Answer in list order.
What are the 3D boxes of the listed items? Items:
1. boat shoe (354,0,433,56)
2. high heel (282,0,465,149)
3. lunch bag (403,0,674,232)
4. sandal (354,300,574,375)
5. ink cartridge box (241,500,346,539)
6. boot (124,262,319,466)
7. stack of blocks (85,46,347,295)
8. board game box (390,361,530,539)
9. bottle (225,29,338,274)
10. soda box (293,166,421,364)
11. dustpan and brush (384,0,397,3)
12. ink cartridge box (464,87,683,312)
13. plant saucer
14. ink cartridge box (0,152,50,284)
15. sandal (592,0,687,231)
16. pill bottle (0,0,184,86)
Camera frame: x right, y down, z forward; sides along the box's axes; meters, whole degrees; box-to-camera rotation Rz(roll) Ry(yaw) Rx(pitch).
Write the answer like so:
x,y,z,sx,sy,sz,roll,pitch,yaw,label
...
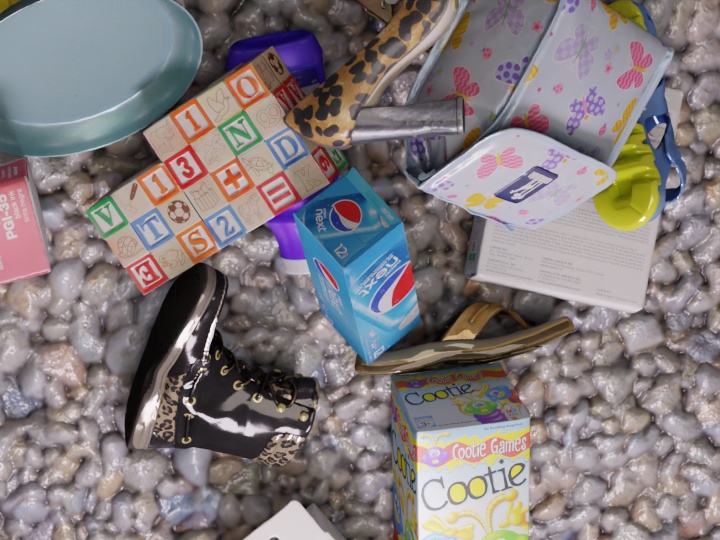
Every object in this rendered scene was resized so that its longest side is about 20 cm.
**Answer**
x,y,z,sx,sy,sz,roll,pitch,yaw,label
0.032,-0.238,1.619,0.200,0.074,0.076,33,99,-19,boat shoe
0.006,-0.195,1.526,0.142,0.071,0.201,-4,79,7,high heel
0.138,-0.133,1.591,0.169,0.127,0.201,22,100,-48,lunch bag
0.091,0.056,1.725,0.199,0.080,0.054,-8,84,-4,sandal
-0.046,0.295,1.762,0.117,0.067,0.200,-37,110,2,ink cartridge box
-0.107,0.087,1.670,0.150,0.073,0.200,14,123,-17,boot
-0.126,-0.080,1.600,0.200,0.059,0.115,-30,100,24,stack of blocks
0.088,0.198,1.727,0.104,0.103,0.201,-7,116,-9,board game box
-0.058,-0.098,1.646,0.083,0.065,0.201,-10,108,2,bottle
0.000,0.000,1.618,0.064,0.200,0.068,-38,67,-11,soda box
0.057,-0.305,1.589,0.139,0.057,0.201,26,86,-15,dustpan and brush
0.188,-0.075,1.724,0.160,0.050,0.201,12,85,-14,ink cartridge box
-0.221,-0.160,1.516,0.199,0.028,0.200,-16,151,-9,plant saucer
-0.355,-0.027,1.565,0.199,0.147,0.083,-14,107,-7,ink cartridge box
0.235,-0.132,1.683,0.087,0.079,0.201,3,82,-50,sandal
-0.246,-0.213,1.552,0.199,0.111,0.112,-19,109,-5,pill bottle
